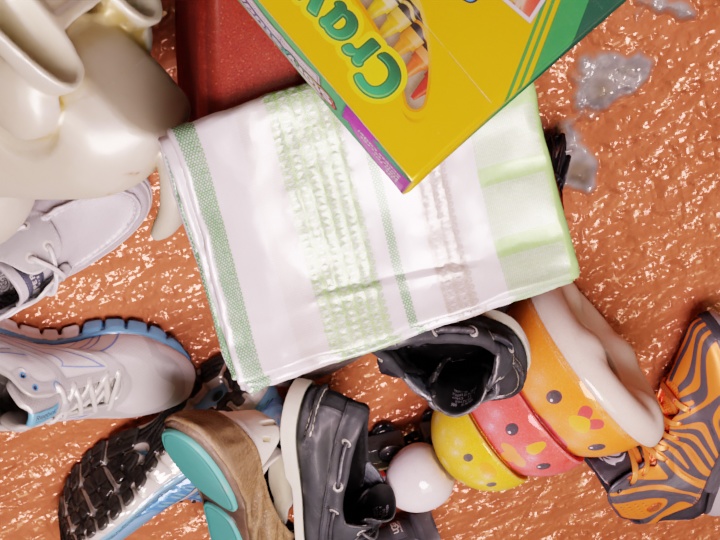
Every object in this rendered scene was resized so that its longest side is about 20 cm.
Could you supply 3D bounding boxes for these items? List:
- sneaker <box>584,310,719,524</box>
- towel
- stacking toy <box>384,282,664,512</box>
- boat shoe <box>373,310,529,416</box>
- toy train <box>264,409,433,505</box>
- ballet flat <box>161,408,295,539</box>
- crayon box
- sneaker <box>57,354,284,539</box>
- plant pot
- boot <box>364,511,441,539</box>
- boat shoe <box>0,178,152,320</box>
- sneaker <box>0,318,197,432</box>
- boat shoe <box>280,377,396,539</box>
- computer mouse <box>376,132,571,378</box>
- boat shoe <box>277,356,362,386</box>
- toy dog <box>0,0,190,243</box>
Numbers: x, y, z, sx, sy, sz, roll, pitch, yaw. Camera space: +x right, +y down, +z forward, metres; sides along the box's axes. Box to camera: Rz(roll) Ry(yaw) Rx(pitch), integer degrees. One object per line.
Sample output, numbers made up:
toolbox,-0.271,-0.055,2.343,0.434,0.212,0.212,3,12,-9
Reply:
sneaker,0.231,0.125,1.221,0.111,0.078,0.201,-11,125,-10
towel,0.008,-0.031,0.844,0.199,0.031,0.150,-17,106,-5
stacking toy,0.102,0.110,1.135,0.200,0.147,0.146,-39,125,15
boat shoe,0.054,0.053,0.975,0.074,0.067,0.199,-15,151,16
toy train,0.012,0.141,1.196,0.198,0.034,0.046,-15,129,-6
ballet flat,-0.079,0.140,1.082,0.072,0.068,0.201,-45,143,-24
crayon box,0.023,-0.171,0.803,0.172,0.058,0.200,-41,89,-8
sneaker,-0.128,0.150,1.137,0.199,0.079,0.090,-36,129,10
plant pot,-0.015,-0.119,0.927,0.198,0.200,0.177,-15,113,-5
boot,-0.031,0.277,1.255,0.199,0.066,0.166,-14,118,-10
boat shoe,-0.218,-0.004,1.003,0.199,0.069,0.072,-22,127,-12
sneaker,-0.203,0.079,1.062,0.198,0.087,0.075,5,120,-21
boat shoe,-0.008,0.158,1.124,0.066,0.075,0.200,5,127,16
computer mouse,0.084,0.009,1.077,0.053,0.139,0.200,36,119,-4
boat shoe,0.000,0.000,1.077,0.200,0.072,0.076,-46,154,24
toy dog,-0.198,-0.085,0.919,0.199,0.140,0.194,-28,114,35
